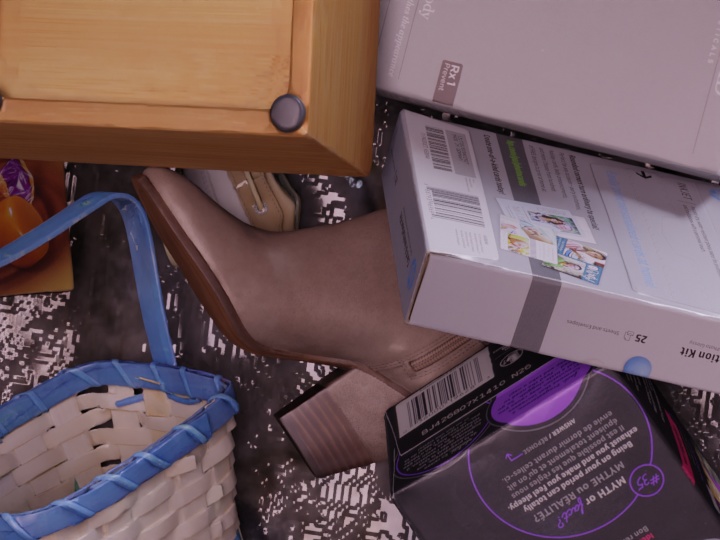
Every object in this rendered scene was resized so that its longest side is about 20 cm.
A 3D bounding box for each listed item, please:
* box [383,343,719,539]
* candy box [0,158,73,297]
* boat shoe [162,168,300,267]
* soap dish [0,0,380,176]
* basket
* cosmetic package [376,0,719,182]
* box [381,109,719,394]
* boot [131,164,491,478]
[{"bbox_3d":[0.114,0.130,1.294,0.122,0.106,0.200,-32,107,9],"label":"box"},{"bbox_3d":[-0.211,-0.083,1.360,0.117,0.056,0.200,-6,92,-35],"label":"candy box"},{"bbox_3d":[-0.073,-0.104,1.363,0.068,0.075,0.200,-7,102,8],"label":"boat shoe"},{"bbox_3d":[-0.092,-0.127,1.277,0.200,0.081,0.157,3,91,12],"label":"soap dish"},{"bbox_3d":[-0.148,0.080,1.316,0.139,0.176,0.200,8,116,40],"label":"basket"},{"bbox_3d":[0.096,-0.115,1.325,0.200,0.090,0.107,13,92,12],"label":"cosmetic package"},{"bbox_3d":[0.114,-0.006,1.263,0.200,0.156,0.041,12,116,-10],"label":"box"},{"bbox_3d":[0.000,0.000,1.337,0.146,0.070,0.200,-33,107,-6],"label":"boot"}]
